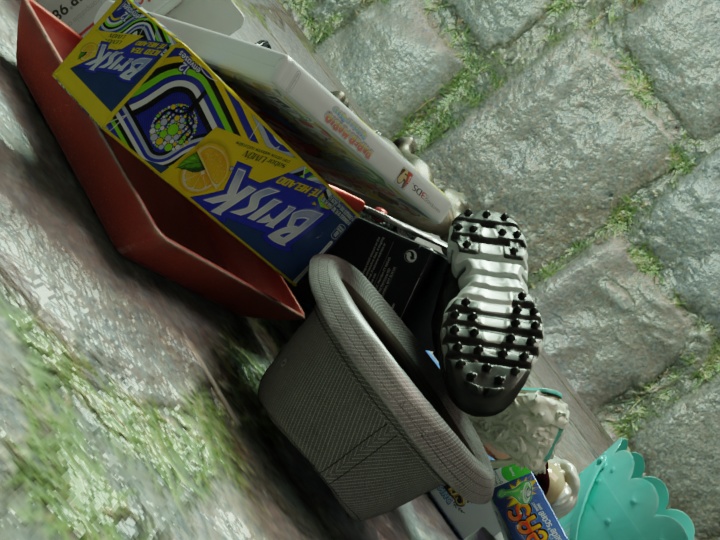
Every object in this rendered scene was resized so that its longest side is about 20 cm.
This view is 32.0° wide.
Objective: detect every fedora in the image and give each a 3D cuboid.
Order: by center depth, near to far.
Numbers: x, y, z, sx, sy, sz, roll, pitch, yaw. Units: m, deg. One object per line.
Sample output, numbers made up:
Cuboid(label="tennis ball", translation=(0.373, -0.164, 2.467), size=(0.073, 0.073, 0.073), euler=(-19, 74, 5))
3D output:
Cuboid(label="fedora", translation=(-0.001, 0.083, 0.760), size=(0.177, 0.090, 0.200), euler=(51, 5, -17))

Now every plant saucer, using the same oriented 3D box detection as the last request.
Cuboid(label="plant saucer", translation=(-0.133, -0.058, 0.805), size=(0.200, 0.037, 0.200), euler=(56, 9, 25))

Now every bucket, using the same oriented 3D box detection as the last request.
Cuboid(label="bucket", translation=(0.260, 0.281, 1.210), size=(0.207, 0.135, 0.207), euler=(51, 8, -10))

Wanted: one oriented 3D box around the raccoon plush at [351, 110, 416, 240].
Cuboid(label="raccoon plush", translation=(-0.022, -0.087, 1.095), size=(0.200, 0.097, 0.134), euler=(31, 11, -44))

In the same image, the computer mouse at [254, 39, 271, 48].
Cuboid(label="computer mouse", translation=(-0.123, -0.158, 1.071), size=(0.200, 0.034, 0.059), euler=(-50, 135, -61))

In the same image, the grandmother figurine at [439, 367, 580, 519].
Cuboid(label="grandmother figurine", translation=(0.123, 0.144, 1.016), size=(0.200, 0.060, 0.121), euler=(50, 37, -42))

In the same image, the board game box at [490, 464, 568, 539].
Cuboid(label="board game box", translation=(0.144, 0.243, 0.884), size=(0.135, 0.034, 0.200), euler=(-116, -176, -50))

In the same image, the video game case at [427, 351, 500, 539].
Cuboid(label="video game case", translation=(0.069, 0.136, 1.079), size=(0.181, 0.045, 0.200), euler=(55, 8, 6))

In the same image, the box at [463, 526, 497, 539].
Cuboid(label="box", translation=(0.107, 0.255, 0.818), size=(0.041, 0.039, 0.200), euler=(47, 10, -37))

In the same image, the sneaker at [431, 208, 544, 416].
Cuboid(label="sneaker", translation=(0.082, 0.045, 0.840), size=(0.200, 0.066, 0.091), euler=(-83, -179, -56))

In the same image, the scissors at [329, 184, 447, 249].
Cuboid(label="scissors", translation=(0.002, -0.047, 0.922), size=(0.200, 0.014, 0.073), euler=(23, 0, -20))

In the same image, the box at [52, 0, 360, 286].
Cuboid(label="box", translation=(-0.085, -0.070, 0.743), size=(0.070, 0.064, 0.200), euler=(43, 1, 39))

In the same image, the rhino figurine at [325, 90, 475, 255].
Cuboid(label="rhino figurine", translation=(0.027, -0.069, 0.990), size=(0.200, 0.060, 0.088), euler=(28, 27, -27))

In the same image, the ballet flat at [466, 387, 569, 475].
Cuboid(label="ballet flat", translation=(0.053, 0.106, 0.885), size=(0.200, 0.072, 0.072), euler=(4, -31, 41))

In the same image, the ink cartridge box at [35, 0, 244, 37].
Cuboid(label="ink cartridge box", translation=(-0.190, -0.228, 0.917), size=(0.200, 0.116, 0.067), euler=(51, 8, -9))

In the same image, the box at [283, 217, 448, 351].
Cuboid(label="box", translation=(0.000, 0.000, 0.970), size=(0.141, 0.079, 0.200), euler=(27, 2, 16))

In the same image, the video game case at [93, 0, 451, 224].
Cuboid(label="video game case", translation=(-0.058, -0.104, 0.823), size=(0.200, 0.023, 0.182), euler=(25, -8, 44))
